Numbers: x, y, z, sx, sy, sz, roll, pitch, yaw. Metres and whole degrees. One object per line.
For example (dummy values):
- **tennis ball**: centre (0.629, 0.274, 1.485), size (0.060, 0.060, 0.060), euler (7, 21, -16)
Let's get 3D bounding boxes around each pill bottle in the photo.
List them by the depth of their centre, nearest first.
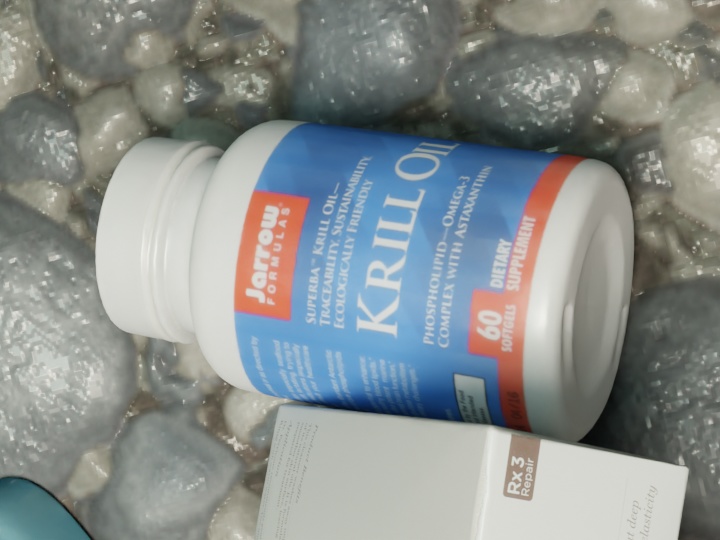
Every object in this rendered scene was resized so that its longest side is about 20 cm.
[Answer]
- **pill bottle**: centre (0.000, 0.000, 0.848), size (0.198, 0.112, 0.113), euler (8, 96, 21)

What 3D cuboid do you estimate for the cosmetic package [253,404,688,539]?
- **cosmetic package**: centre (0.028, 0.111, 0.768), size (0.081, 0.200, 0.114), euler (12, 86, -23)

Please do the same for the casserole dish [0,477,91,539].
- **casserole dish**: centre (-0.147, 0.188, 0.959), size (0.121, 0.039, 0.200), euler (-44, 76, 18)
